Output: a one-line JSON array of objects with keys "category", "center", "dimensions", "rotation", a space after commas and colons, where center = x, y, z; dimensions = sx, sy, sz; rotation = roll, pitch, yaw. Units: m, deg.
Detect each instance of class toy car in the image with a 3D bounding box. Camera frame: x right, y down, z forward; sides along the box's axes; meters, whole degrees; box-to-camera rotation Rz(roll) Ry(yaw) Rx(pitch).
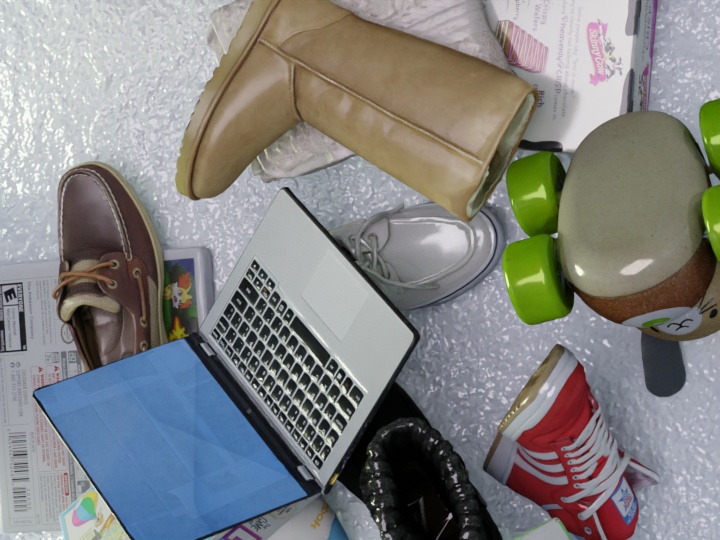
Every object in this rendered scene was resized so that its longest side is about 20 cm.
[{"category": "toy car", "center": [0.205, 0.010, 1.562], "dimensions": [0.163, 0.158, 0.200], "rotation": [-16, 130, 20]}]

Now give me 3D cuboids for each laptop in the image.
[{"category": "laptop", "center": [-0.092, 0.063, 1.587], "dimensions": [0.187, 0.115, 0.201], "rotation": [47, 113, 43]}]

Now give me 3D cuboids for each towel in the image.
[{"category": "towel", "center": [-0.004, -0.148, 1.633], "dimensions": [0.199, 0.034, 0.133], "rotation": [-22, 85, 20]}]

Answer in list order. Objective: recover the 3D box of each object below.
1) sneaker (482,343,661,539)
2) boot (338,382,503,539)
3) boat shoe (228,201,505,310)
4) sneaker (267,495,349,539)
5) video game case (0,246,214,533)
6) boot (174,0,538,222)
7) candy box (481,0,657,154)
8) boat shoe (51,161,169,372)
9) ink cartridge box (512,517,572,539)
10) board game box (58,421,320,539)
[{"category": "sneaker", "center": [0.147, 0.121, 1.574], "dimensions": [0.112, 0.200, 0.071], "rotation": [37, 73, 10]}, {"category": "boot", "center": [0.017, 0.126, 1.617], "dimensions": [0.079, 0.158, 0.211], "rotation": [-45, 70, -1]}, {"category": "boat shoe", "center": [-0.002, -0.005, 1.668], "dimensions": [0.200, 0.086, 0.075], "rotation": [-11, 87, 19]}, {"category": "sneaker", "center": [-0.096, 0.226, 1.709], "dimensions": [0.200, 0.077, 0.081], "rotation": [-38, 104, 26]}, {"category": "video game case", "center": [-0.189, 0.090, 1.769], "dimensions": [0.181, 0.022, 0.202], "rotation": [-5, 88, 19]}, {"category": "boot", "center": [-0.007, -0.087, 1.584], "dimensions": [0.199, 0.066, 0.176], "rotation": [29, 101, 15]}, {"category": "candy box", "center": [0.100, -0.152, 1.645], "dimensions": [0.198, 0.061, 0.138], "rotation": [7, 94, 20]}, {"category": "boat shoe", "center": [-0.183, 0.019, 1.717], "dimensions": [0.072, 0.072, 0.202], "rotation": [-12, 86, 18]}, {"category": "ink cartridge box", "center": [0.069, 0.270, 1.503], "dimensions": [0.199, 0.084, 0.146], "rotation": [-33, 82, 23]}, {"category": "board game box", "center": [-0.122, 0.163, 1.675], "dimensions": [0.200, 0.034, 0.135], "rotation": [-41, 37, 15]}]
